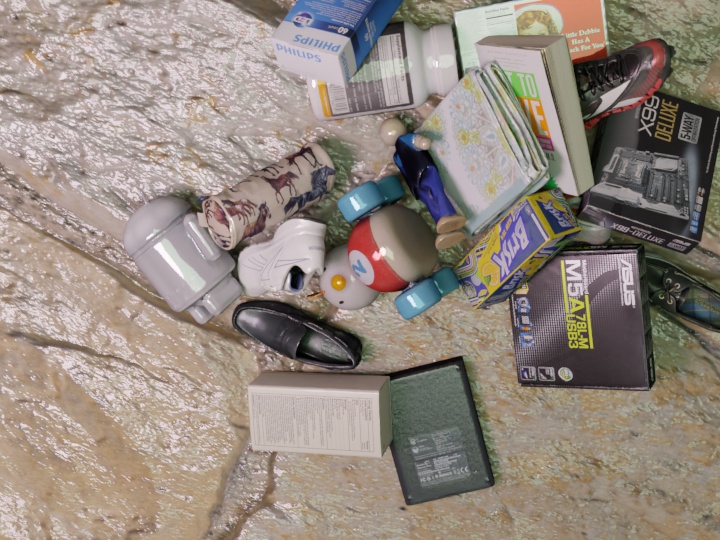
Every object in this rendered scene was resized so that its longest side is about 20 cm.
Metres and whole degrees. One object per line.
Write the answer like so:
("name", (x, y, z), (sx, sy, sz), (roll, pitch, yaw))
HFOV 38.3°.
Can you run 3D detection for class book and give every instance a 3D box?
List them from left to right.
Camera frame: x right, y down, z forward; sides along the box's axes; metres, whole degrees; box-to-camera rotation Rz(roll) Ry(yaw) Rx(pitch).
("book", (0.224, -0.202, 1.337), (0.048, 0.133, 0.201), (-33, 119, -25))

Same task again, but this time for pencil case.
("pencil case", (-0.124, -0.105, 1.410), (0.199, 0.089, 0.078), (-32, 133, -30))

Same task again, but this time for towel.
("towel", (0.158, -0.155, 1.369), (0.048, 0.200, 0.172), (-20, 78, -30))

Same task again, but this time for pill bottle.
("pill bottle", (0.029, -0.271, 1.396), (0.198, 0.116, 0.117), (-8, 101, 5))

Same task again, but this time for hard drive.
("hard drive", (0.109, 0.239, 1.541), (0.139, 0.033, 0.201), (-14, 101, 7))

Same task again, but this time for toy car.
("toy car", (0.000, 0.000, 1.438), (0.199, 0.177, 0.185), (-32, 88, 22))

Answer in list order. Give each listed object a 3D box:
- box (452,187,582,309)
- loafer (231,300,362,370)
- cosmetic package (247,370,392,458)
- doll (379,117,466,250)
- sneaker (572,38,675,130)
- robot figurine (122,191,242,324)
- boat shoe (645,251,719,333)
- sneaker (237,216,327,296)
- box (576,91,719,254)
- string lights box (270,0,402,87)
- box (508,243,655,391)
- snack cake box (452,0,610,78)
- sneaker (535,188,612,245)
("box", (0.207, -0.027, 1.392), (0.070, 0.064, 0.200), (62, 144, 17))
("loafer", (-0.093, 0.095, 1.505), (0.199, 0.070, 0.069), (19, 102, 0))
("cosmetic package", (-0.058, 0.207, 1.508), (0.198, 0.073, 0.104), (2, 104, 14))
("doll", (0.082, -0.132, 1.411), (0.048, 0.137, 0.201), (-21, 62, -11))
("sneaker", (0.305, -0.237, 1.325), (0.200, 0.097, 0.071), (-27, 66, 48))
("robot figurine", (-0.257, -0.022, 1.469), (0.200, 0.113, 0.169), (51, 135, -7))
("boat shoe", (0.448, 0.031, 1.460), (0.199, 0.057, 0.069), (24, 103, -2))
("sneaker", (-0.114, -0.002, 1.439), (0.074, 0.200, 0.088), (8, 64, -31))
("box", (0.388, -0.140, 1.383), (0.157, 0.050, 0.201), (19, 70, 0))
("string lights box", (-0.021, -0.338, 1.343), (0.102, 0.059, 0.201), (20, 63, 22))
("box", (0.306, 0.066, 1.447), (0.192, 0.047, 0.202), (0, 104, 33))
("snack cake box", (0.230, -0.310, 1.398), (0.198, 0.067, 0.116), (-9, 101, 6))
("sneaker", (0.257, -0.076, 1.445), (0.199, 0.092, 0.076), (17, 60, 19))
